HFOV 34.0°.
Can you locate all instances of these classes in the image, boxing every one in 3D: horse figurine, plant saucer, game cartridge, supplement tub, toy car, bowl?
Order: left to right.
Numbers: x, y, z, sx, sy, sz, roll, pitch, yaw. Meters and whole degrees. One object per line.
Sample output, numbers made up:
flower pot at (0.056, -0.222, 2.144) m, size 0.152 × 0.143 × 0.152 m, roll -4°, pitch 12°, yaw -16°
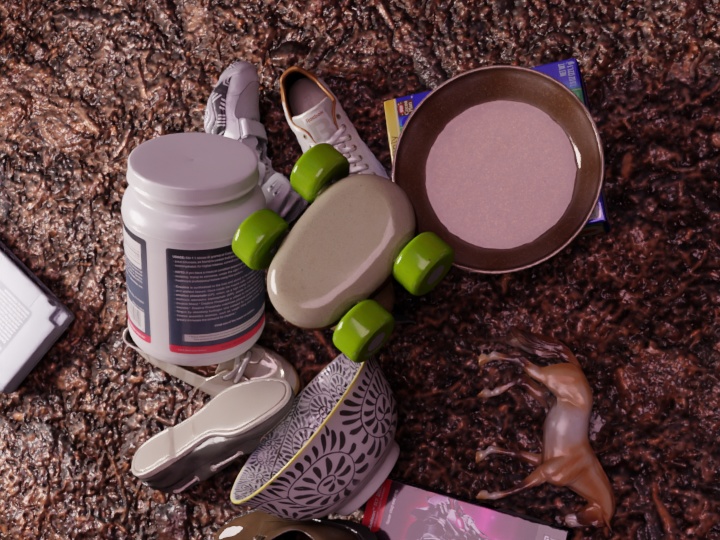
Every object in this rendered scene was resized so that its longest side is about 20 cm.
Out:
game cartridge at (-0.430, 0.040, 1.335) m, size 0.200 × 0.040 × 0.133 m, roll 41°, pitch 89°, yaw 19°
supplement tub at (-0.163, -0.020, 1.163) m, size 0.140 × 0.140 × 0.200 m, roll 15°, pitch 123°, yaw 18°
bowl at (-0.025, 0.172, 1.135) m, size 0.094 × 0.201 × 0.201 m, roll 42°, pitch 93°, yaw -9°
toy car at (0.000, 0.000, 1.132) m, size 0.164 × 0.200 × 0.158 m, roll 42°, pitch 89°, yaw 20°
plant saucer at (0.130, -0.093, 1.117) m, size 0.200 × 0.037 × 0.201 m, roll -2°, pitch 80°, yaw 14°
horse figurine at (0.177, 0.146, 1.129) m, size 0.132 × 0.050 × 0.200 m, roll 1°, pitch 74°, yaw 4°

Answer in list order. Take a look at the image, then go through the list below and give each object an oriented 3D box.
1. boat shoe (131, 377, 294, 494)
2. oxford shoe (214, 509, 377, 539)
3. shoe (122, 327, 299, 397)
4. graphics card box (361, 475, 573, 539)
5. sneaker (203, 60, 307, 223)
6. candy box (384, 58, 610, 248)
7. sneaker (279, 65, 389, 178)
boat shoe at (-0.142, 0.170, 1.206) m, size 0.200 × 0.057 × 0.067 m, roll -28°, pitch 39°, yaw 18°
oxford shoe at (-0.082, 0.267, 1.144) m, size 0.200 × 0.084 × 0.073 m, roll -9°, pitch 83°, yaw 42°
shoe at (-0.159, 0.096, 1.236) m, size 0.200 × 0.053 × 0.070 m, roll 17°, pitch 85°, yaw 18°
graphics card box at (0.093, 0.281, 1.132) m, size 0.200 × 0.051 × 0.126 m, roll 14°, pitch 84°, yaw 17°
sneaker at (-0.108, -0.118, 1.253) m, size 0.115 × 0.075 × 0.200 m, roll 12°, pitch 88°, yaw 17°
candy box at (0.134, -0.104, 1.177) m, size 0.200 × 0.077 × 0.169 m, roll -11°, pitch 78°, yaw 15°
sneaker at (-0.032, -0.125, 1.226) m, size 0.073 × 0.085 × 0.200 m, roll -33°, pitch 74°, yaw 6°
